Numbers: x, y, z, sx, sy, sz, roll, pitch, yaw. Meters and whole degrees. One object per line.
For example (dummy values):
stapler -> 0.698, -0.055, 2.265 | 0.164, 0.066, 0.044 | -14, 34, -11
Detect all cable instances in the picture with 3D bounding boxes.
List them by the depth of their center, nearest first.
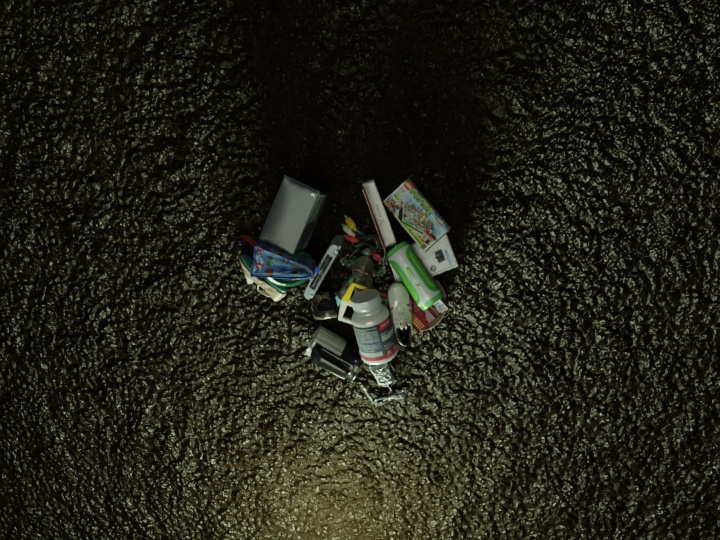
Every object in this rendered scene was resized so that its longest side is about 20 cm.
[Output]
cable -> -0.001, -0.095, 1.684 | 0.050, 0.200, 0.099 | -13, 121, -21

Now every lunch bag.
lunch bag -> -0.214, -0.024, 1.623 | 0.196, 0.151, 0.096 | 10, 101, -5

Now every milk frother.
milk frother -> -0.061, 0.238, 1.802 | 0.186, 0.180, 0.202 | 29, 89, -2

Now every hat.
hat -> -0.257, -0.069, 1.805 | 0.165, 0.178, 0.199 | -42, 137, 23

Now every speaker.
speaker -> 0.161, 0.015, 1.632 | 0.088, 0.088, 0.202 | -36, 83, 18

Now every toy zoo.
toy zoo -> 0.015, 0.113, 1.698 | 0.197, 0.021, 0.133 | 19, 108, -11

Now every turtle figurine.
turtle figurine -> 0.000, 0.000, 1.718 | 0.148, 0.101, 0.203 | 23, 91, 6

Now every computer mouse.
computer mouse -> 0.061, 0.367, 1.880 | 0.139, 0.046, 0.202 | -26, 106, 21

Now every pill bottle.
pill bottle -> 0.037, 0.166, 1.644 | 0.117, 0.120, 0.203 | -10, 112, 12

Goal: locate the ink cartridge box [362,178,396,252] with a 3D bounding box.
ink cartridge box -> 0.057, -0.168, 1.638 | 0.043, 0.174, 0.203 | -20, 103, 4

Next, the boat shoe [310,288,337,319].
boat shoe -> -0.125, 0.105, 1.748 | 0.073, 0.200, 0.075 | -10, 102, -17

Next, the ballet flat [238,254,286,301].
ballet flat -> -0.338, 0.032, 1.828 | 0.199, 0.068, 0.067 | 41, 117, -3

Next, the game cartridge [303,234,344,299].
game cartridge -> -0.115, -0.015, 1.737 | 0.040, 0.133, 0.202 | 30, 109, -1

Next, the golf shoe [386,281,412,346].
golf shoe -> 0.128, 0.132, 1.655 | 0.071, 0.092, 0.203 | -13, 114, -6

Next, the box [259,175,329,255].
box -> -0.196, -0.170, 1.653 | 0.122, 0.198, 0.203 | 24, 98, 1

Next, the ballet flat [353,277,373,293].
ballet flat -> 0.008, 0.087, 1.787 | 0.066, 0.062, 0.204 | 0, 107, 10

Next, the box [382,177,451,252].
box -> 0.170, -0.167, 1.657 | 0.110, 0.035, 0.201 | -41, 80, 11

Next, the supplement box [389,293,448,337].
supplement box -> 0.172, 0.133, 1.743 | 0.200, 0.061, 0.109 | -41, 97, 20

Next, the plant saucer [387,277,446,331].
plant saucer -> 0.180, 0.099, 1.778 | 0.196, 0.032, 0.204 | 3, 108, 8

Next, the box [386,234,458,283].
box -> 0.193, -0.031, 1.699 | 0.197, 0.060, 0.119 | -20, 86, 12
